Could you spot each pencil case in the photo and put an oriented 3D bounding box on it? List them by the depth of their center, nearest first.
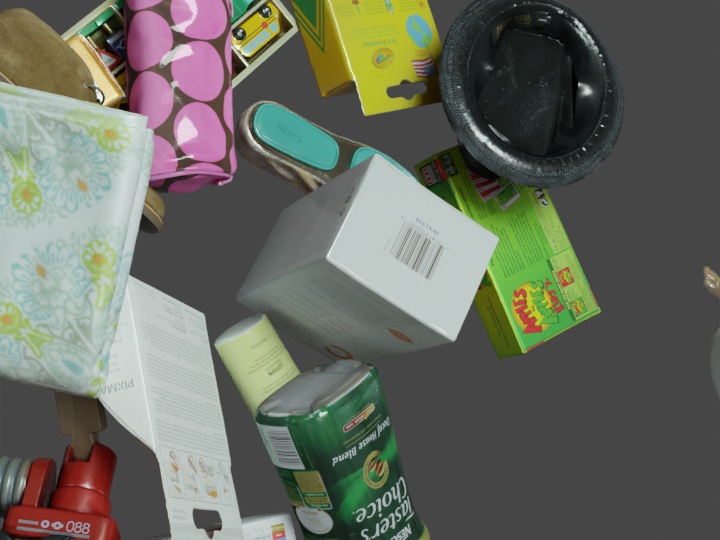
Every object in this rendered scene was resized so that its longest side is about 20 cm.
[{"bbox_3d":[-0.144,-0.162,0.998,0.093,0.091,0.202,3,81,-32],"label":"pencil case"}]

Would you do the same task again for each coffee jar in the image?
[{"bbox_3d":[-0.008,0.182,0.989,0.104,0.085,0.201,-35,114,-45],"label":"coffee jar"}]

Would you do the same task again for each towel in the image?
[{"bbox_3d":[-0.240,-0.027,0.835,0.170,0.048,0.201,13,92,6],"label":"towel"}]

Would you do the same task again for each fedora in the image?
[{"bbox_3d":[0.142,-0.151,1.108,0.199,0.092,0.202,8,67,-18],"label":"fedora"}]

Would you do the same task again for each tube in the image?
[{"bbox_3d":[-0.054,0.133,1.036,0.058,0.052,0.201,-25,101,11],"label":"tube"}]

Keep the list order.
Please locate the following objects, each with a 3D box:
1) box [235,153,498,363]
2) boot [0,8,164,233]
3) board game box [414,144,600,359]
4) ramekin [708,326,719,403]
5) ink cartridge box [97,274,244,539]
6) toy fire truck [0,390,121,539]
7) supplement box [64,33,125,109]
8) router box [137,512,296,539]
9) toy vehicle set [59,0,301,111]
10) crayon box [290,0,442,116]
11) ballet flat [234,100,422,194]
[{"bbox_3d":[0.000,0.000,1.000,0.124,0.200,0.098,33,68,-17],"label":"box"},{"bbox_3d":[-0.209,-0.112,0.900,0.200,0.074,0.076,44,67,-4],"label":"boot"},{"bbox_3d":[0.140,-0.030,1.160,0.101,0.048,0.201,-24,90,-27],"label":"board game box"},{"bbox_3d":[0.437,0.108,1.197,0.097,0.200,0.201,-30,94,-20],"label":"ramekin"},{"bbox_3d":[-0.147,0.116,0.919,0.050,0.161,0.201,-14,74,10],"label":"ink cartridge box"},{"bbox_3d":[-0.255,0.145,0.881,0.175,0.129,0.201,6,54,1],"label":"toy fire truck"},{"bbox_3d":[-0.283,-0.102,0.945,0.199,0.067,0.069,-33,93,-19],"label":"supplement box"},{"bbox_3d":[-0.138,0.298,0.960,0.199,0.049,0.181,-6,83,-27],"label":"router box"},{"bbox_3d":[-0.159,-0.199,1.059,0.124,0.026,0.200,49,64,-10],"label":"toy vehicle set"},{"bbox_3d":[0.003,-0.237,1.118,0.126,0.051,0.201,-15,87,-41],"label":"crayon box"},{"bbox_3d":[-0.025,-0.085,1.080,0.199,0.067,0.068,32,62,-18],"label":"ballet flat"}]
